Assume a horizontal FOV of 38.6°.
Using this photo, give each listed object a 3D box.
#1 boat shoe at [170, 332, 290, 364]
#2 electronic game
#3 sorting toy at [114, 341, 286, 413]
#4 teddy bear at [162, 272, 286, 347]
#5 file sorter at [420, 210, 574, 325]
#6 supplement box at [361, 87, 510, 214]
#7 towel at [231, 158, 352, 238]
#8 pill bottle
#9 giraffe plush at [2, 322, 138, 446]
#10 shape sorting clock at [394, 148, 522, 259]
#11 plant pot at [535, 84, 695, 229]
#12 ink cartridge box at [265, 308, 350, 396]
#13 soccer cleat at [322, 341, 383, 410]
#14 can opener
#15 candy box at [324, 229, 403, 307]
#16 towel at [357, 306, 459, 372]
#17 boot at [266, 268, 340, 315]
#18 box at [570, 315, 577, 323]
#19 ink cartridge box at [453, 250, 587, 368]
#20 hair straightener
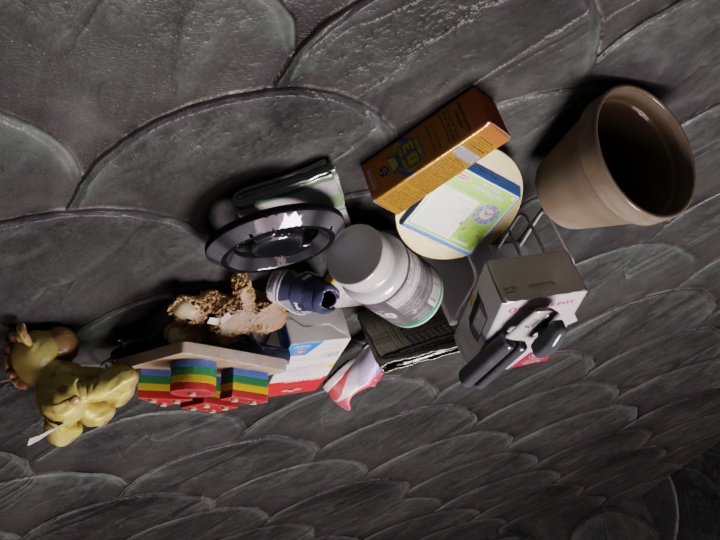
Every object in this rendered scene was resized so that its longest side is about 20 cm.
[{"bbox_3d":[-0.206,0.119,1.670,0.199,0.069,0.084,9,161,-26],"label":"boat shoe"},{"bbox_3d":[-0.118,-0.045,1.428,0.199,0.042,0.200,-15,163,-5],"label":"electronic game"},{"bbox_3d":[-0.253,0.174,1.610,0.198,0.070,0.199,15,158,-40],"label":"sorting toy"},{"bbox_3d":[-0.212,0.064,1.589,0.199,0.067,0.146,-21,131,-21],"label":"teddy bear"},{"bbox_3d":[0.228,-0.012,1.674,0.199,0.139,0.125,-6,147,-25],"label":"file sorter"},{"bbox_3d":[0.099,-0.159,1.394,0.200,0.067,0.069,-35,149,25],"label":"supplement box"},{"bbox_3d":[-0.092,-0.080,1.462,0.148,0.031,0.200,-17,155,0],"label":"towel"},{"bbox_3d":[0.037,0.008,1.555,0.113,0.114,0.200,-29,149,18],"label":"pill bottle"},{"bbox_3d":[-0.452,0.155,1.523,0.173,0.162,0.200,-45,165,28],"label":"giraffe plush"},{"bbox_3d":[0.145,-0.101,1.514,0.199,0.039,0.201,-9,132,-10],"label":"shape sorting clock"},{"bbox_3d":[0.351,-0.143,1.489,0.199,0.201,0.173,1,163,-35],"label":"plant pot"},{"bbox_3d":[-0.107,0.147,1.818,0.116,0.068,0.200,-4,149,-26],"label":"ink cartridge box"},{"bbox_3d":[0.023,0.170,1.888,0.200,0.073,0.068,-42,176,-2],"label":"soccer cleat"},{"bbox_3d":[0.227,0.126,1.530,0.053,0.067,0.200,11,135,-36],"label":"can opener"},{"bbox_3d":[0.000,0.000,1.664,0.102,0.027,0.200,-2,148,-26],"label":"candy box"},{"bbox_3d":[0.102,0.092,1.751,0.191,0.200,0.035,-14,118,-8],"label":"towel"},{"bbox_3d":[-0.069,0.043,1.574,0.090,0.073,0.200,17,-178,17],"label":"boot"},{"bbox_3d":[0.287,0.075,1.914,0.199,0.098,0.124,-25,153,9],"label":"box"},{"bbox_3d":[0.244,0.067,1.593,0.147,0.086,0.201,-8,143,-19],"label":"ink cartridge box"},{"bbox_3d":[-0.356,0.110,1.627,0.200,0.041,0.077,-34,150,34],"label":"hair straightener"}]
